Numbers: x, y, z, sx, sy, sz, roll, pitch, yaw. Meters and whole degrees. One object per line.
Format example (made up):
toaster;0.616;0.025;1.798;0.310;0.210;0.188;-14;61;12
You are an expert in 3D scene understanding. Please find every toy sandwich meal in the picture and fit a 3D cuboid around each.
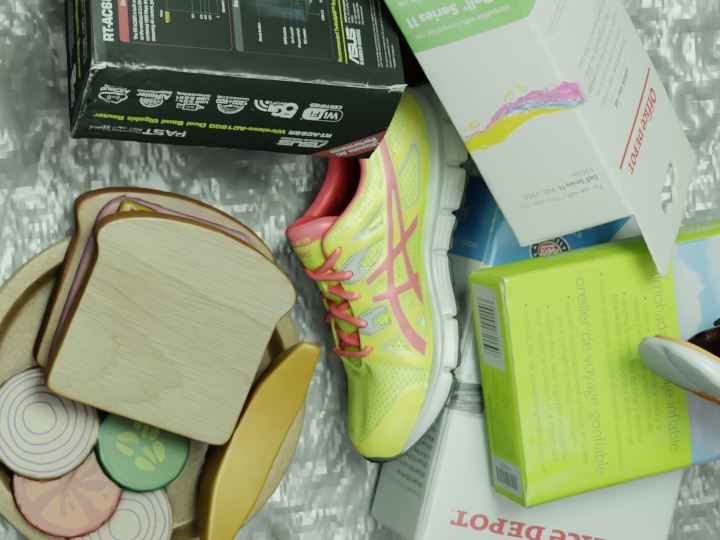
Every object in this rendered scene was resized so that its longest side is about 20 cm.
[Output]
toy sandwich meal;-0.109;0.062;1.064;0.205;0.070;0.206;-2;96;-17

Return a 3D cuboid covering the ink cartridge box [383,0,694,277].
ink cartridge box;0.093;-0.096;1.023;0.067;0.117;0.200;-15;120;29

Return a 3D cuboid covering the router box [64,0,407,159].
router box;-0.067;-0.153;1.004;0.150;0.062;0.200;4;57;-17

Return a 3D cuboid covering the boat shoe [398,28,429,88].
boat shoe;-0.043;-0.112;1.068;0.200;0.070;0.071;-3;97;-18

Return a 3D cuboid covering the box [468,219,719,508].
box;0.160;0.041;1.068;0.200;0.048;0.122;-11;101;-20

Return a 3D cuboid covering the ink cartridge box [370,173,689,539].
ink cartridge box;0.104;0.061;1.121;0.145;0.084;0.200;13;91;-20

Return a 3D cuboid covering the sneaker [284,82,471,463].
sneaker;0.000;0.000;1.072;0.090;0.078;0.200;3;89;-28

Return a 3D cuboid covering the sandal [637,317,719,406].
sandal;0.224;0.055;1.032;0.207;0.079;0.059;24;89;-32
